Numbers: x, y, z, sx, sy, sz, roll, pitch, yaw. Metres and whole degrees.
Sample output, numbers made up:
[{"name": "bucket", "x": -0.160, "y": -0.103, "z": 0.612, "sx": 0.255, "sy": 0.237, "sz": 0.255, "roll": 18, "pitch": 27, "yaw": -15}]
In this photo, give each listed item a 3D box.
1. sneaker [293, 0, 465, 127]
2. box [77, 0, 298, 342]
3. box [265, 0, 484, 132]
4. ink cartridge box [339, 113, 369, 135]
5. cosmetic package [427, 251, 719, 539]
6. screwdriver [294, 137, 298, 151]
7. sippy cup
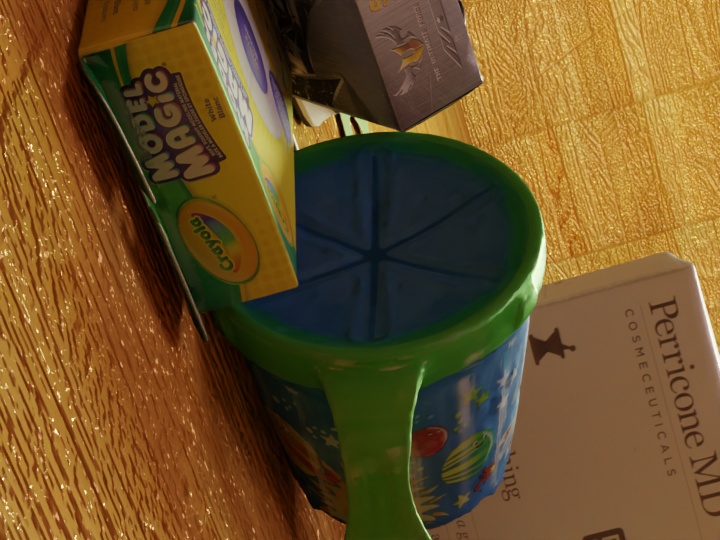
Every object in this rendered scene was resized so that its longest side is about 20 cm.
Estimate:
[{"name": "sneaker", "x": -0.003, "y": -0.153, "z": 0.986, "sx": 0.201, "sy": 0.114, "sz": 0.076, "roll": 54, "pitch": 22, "yaw": -69}, {"name": "box", "x": -0.062, "y": -0.074, "z": 0.663, "sx": 0.201, "sy": 0.048, "sz": 0.118, "roll": -92, "pitch": 165, "yaw": -54}, {"name": "box", "x": -0.035, "y": -0.169, "z": 0.745, "sx": 0.158, "sy": 0.048, "sz": 0.201, "roll": 27, "pitch": -37, "yaw": 56}, {"name": "ink cartridge box", "x": 0.034, "y": -0.037, "z": 1.295, "sx": 0.146, "sy": 0.048, "sz": 0.202, "roll": 10, "pitch": 68, "yaw": -81}, {"name": "cosmetic package", "x": 0.103, "y": 0.095, "z": 0.957, "sx": 0.165, "sy": 0.198, "sz": 0.166, "roll": -20, "pitch": 94, "yaw": -83}, {"name": "screwdriver", "x": -0.060, "y": -0.131, "z": 0.875, "sx": 0.029, "sy": 0.028, "sz": 0.201, "roll": 35, "pitch": -32, "yaw": 54}, {"name": "sippy cup", "x": 0.011, "y": 0.035, "z": 0.720, "sx": 0.178, "sy": 0.139, "sz": 0.131, "roll": -45, "pitch": 142, "yaw": -34}]
